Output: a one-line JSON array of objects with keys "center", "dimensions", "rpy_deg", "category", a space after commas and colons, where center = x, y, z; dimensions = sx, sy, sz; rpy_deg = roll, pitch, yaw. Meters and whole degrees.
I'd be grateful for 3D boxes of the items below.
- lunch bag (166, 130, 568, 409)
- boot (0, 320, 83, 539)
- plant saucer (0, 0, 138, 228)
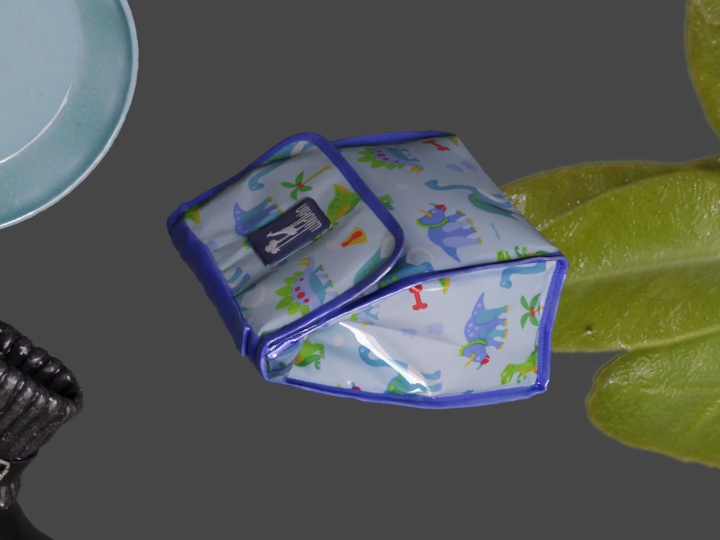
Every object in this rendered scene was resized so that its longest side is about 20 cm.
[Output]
[{"center": [0.000, 0.000, 1.776], "dimensions": [0.200, 0.170, 0.127], "rpy_deg": [-8, 123, -21], "category": "lunch bag"}, {"center": [-0.216, 0.127, 1.799], "dimensions": [0.211, 0.079, 0.158], "rpy_deg": [32, 101, -38], "category": "boot"}, {"center": [-0.227, -0.115, 1.670], "dimensions": [0.200, 0.036, 0.200], "rpy_deg": [-13, 124, -21], "category": "plant saucer"}]
